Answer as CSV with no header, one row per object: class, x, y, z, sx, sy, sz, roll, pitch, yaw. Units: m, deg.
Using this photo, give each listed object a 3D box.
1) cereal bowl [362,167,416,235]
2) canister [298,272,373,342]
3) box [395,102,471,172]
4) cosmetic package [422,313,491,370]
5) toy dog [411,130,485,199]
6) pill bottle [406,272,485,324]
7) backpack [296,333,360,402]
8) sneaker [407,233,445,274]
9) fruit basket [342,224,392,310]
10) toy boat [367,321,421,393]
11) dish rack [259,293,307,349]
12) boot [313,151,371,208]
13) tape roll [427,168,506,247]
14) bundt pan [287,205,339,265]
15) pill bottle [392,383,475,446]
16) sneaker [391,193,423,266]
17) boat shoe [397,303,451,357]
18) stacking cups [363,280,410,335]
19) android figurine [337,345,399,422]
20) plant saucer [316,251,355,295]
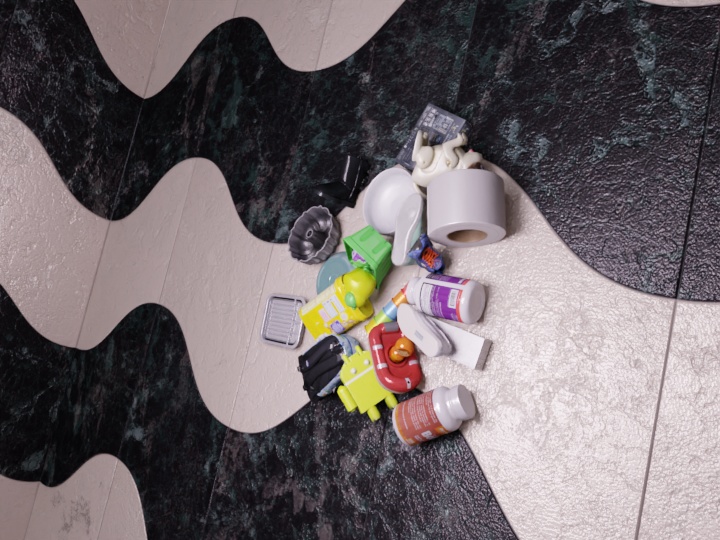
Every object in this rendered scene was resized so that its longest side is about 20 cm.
cereal bowl,0.105,-0.198,1.618,0.197,0.083,0.205,-12,70,35
canister,-0.079,0.123,1.653,0.199,0.086,0.150,-35,89,28
box,0.214,-0.375,1.600,0.157,0.051,0.202,38,102,39
cosmetic package,0.240,0.188,1.422,0.198,0.050,0.084,21,89,41
toy dog,0.242,-0.283,1.468,0.196,0.139,0.198,14,95,14
pill bottle,0.223,0.070,1.430,0.197,0.112,0.115,11,84,40
backpack,-0.085,0.273,1.616,0.201,0.151,0.165,-57,45,39
sneaker,0.186,-0.039,1.446,0.078,0.200,0.076,36,93,24
fruit basket,0.000,0.000,1.550,0.155,0.215,0.217,44,106,16
toy boat,0.103,0.224,1.454,0.131,0.128,0.204,126,136,-55
dish rack,-0.255,0.171,1.833,0.197,0.043,0.176,4,81,39
boot,-0.055,-0.294,1.707,0.073,0.197,0.165,27,101,37
tape roll,0.273,-0.155,1.394,0.200,0.201,0.142,-10,72,36
bundt pan,-0.146,-0.107,1.787,0.199,0.075,0.206,-20,55,32
pill bottle,0.187,0.365,1.376,0.198,0.111,0.114,-31,60,29
sneaker,0.154,-0.112,1.526,0.073,0.117,0.205,20,100,39
boat shoe,0.168,0.154,1.414,0.200,0.067,0.073,40,116,51
stacking cups,0.094,0.110,1.563,0.201,0.060,0.061,-50,53,12
android figurine,0.021,0.310,1.505,0.180,0.041,0.202,-28,82,-15
plant saucer,-0.078,0.034,1.732,0.197,0.036,0.205,-12,71,36
